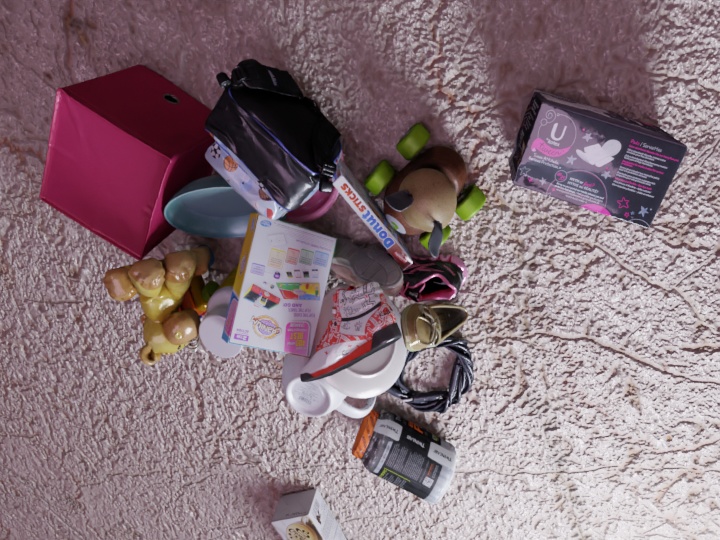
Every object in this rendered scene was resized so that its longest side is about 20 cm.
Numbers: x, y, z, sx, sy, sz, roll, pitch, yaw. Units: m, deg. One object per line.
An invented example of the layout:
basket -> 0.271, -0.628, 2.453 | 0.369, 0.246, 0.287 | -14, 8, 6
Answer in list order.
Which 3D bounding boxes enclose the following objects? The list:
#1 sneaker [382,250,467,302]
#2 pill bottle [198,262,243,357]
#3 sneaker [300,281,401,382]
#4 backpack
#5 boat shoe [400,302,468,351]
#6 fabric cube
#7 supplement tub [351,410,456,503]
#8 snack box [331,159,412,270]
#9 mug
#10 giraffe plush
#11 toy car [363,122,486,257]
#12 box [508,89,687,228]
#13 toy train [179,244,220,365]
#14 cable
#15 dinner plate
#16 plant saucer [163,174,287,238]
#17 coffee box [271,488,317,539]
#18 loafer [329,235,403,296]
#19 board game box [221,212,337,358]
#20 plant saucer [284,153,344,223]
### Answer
sneaker -> 0.085, 0.019, 0.954 | 0.193, 0.096, 0.081 | -2, 119, 17
pill bottle -> -0.209, 0.061, 0.991 | 0.107, 0.201, 0.115 | 6, 119, 11
sneaker -> -0.031, 0.097, 0.888 | 0.198, 0.067, 0.111 | -31, 74, 27
backpack -> -0.114, -0.180, 0.789 | 0.201, 0.191, 0.153 | 47, 122, -7
boat shoe -> 0.125, 0.087, 0.922 | 0.061, 0.199, 0.076 | -14, 83, 27
fabric cube -> -0.365, -0.184, 0.906 | 0.193, 0.201, 0.203 | 32, 121, -3
supplement tub -> 0.087, 0.372, 1.121 | 0.195, 0.123, 0.125 | 27, 121, -1
snack box -> 0.019, -0.091, 0.895 | 0.024, 0.073, 0.200 | -33, 122, 14
mug -> -0.053, 0.192, 1.033 | 0.198, 0.177, 0.149 | 36, 121, -7
giraffe plush -> -0.331, 0.064, 0.927 | 0.196, 0.170, 0.168 | -10, 96, 47
toy car -> 0.088, -0.096, 0.830 | 0.164, 0.201, 0.157 | 42, 120, -10
box -> 0.320, -0.164, 0.773 | 0.194, 0.133, 0.118 | 19, 117, 4
toy train -> -0.302, 0.062, 1.041 | 0.114, 0.084, 0.206 | -25, 82, 31
cable -> 0.138, 0.200, 1.059 | 0.163, 0.051, 0.200 | 42, 119, -9
dinner plate -> 0.002, 0.119, 0.977 | 0.199, 0.203, 0.024 | 39, 151, -9
plant saucer -> -0.215, -0.105, 0.889 | 0.193, 0.199, 0.037 | -12, 72, 20
coffee box -> -0.116, 0.641, 1.340 | 0.110, 0.080, 0.205 | -18, 111, 21
loafer -> 0.000, 0.000, 0.954 | 0.197, 0.072, 0.064 | 27, 145, 37
board game box -> -0.130, 0.027, 0.900 | 0.149, 0.040, 0.208 | 15, 87, -31
plant saucer -> -0.117, -0.183, 0.926 | 0.193, 0.051, 0.207 | 6, 118, 11
